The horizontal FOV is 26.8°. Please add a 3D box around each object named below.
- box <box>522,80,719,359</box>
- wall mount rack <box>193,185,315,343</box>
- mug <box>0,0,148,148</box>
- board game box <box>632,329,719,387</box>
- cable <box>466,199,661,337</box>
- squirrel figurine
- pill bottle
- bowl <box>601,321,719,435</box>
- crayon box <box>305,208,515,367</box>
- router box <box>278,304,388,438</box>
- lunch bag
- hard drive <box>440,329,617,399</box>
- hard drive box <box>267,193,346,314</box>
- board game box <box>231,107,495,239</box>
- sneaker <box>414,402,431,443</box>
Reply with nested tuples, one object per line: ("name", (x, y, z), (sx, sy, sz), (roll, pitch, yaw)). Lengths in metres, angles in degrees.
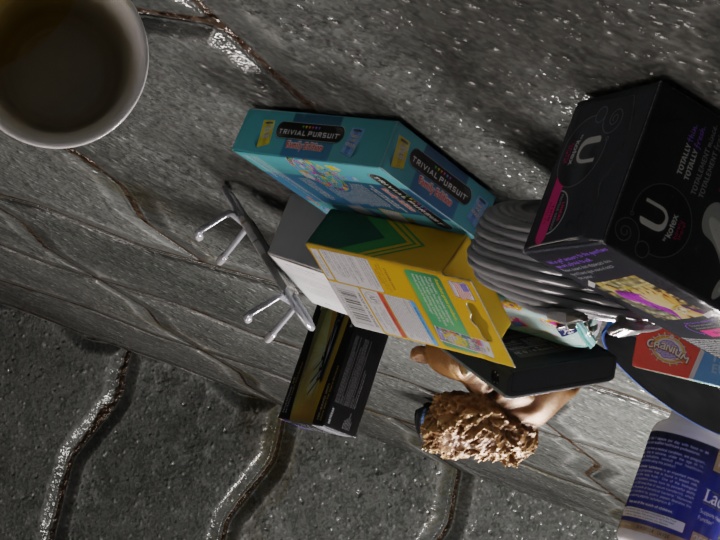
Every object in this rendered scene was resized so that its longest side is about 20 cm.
("box", (0.233, -0.027, 1.050), (0.199, 0.123, 0.106), (28, 166, -22))
("wall mount rack", (-0.128, 0.006, 1.772), (0.201, 0.074, 0.174), (58, -179, 12))
("mug", (-0.260, -0.193, 1.281), (0.148, 0.189, 0.153), (-9, -177, -10))
("board game box", (0.327, 0.059, 1.237), (0.152, 0.041, 0.200), (13, -167, 26))
("cable", (0.182, -0.010, 1.197), (0.199, 0.070, 0.199), (-4, -163, -44))
("squirrel figurine", (0.144, 0.131, 1.739), (0.141, 0.202, 0.186), (21, -177, 43))
("pill bottle", (0.390, 0.247, 1.808), (0.115, 0.202, 0.116), (20, 170, 4))
("bowl", (0.332, 0.103, 1.543), (0.200, 0.039, 0.201), (36, 167, 9))
("crayon box", (0.058, 0.015, 1.427), (0.199, 0.052, 0.126), (14, 146, 39))
("router box", (-0.027, 0.112, 1.976), (0.052, 0.202, 0.157), (23, 169, -22))
("lunch bag", (0.152, 0.015, 1.507), (0.199, 0.078, 0.160), (18, 167, 23))
("hard drive", (0.154, 0.070, 1.587), (0.138, 0.033, 0.200), (-7, -155, -29))
("hard drive box", (0.000, 0.000, 1.728), (0.155, 0.077, 0.200), (19, 168, 17))
("board game box", (0.002, -0.090, 1.390), (0.199, 0.047, 0.151), (10, 164, 45))
("sneaker", (0.138, 0.274, 2.708), (0.110, 0.078, 0.200), (7, 170, 23))
